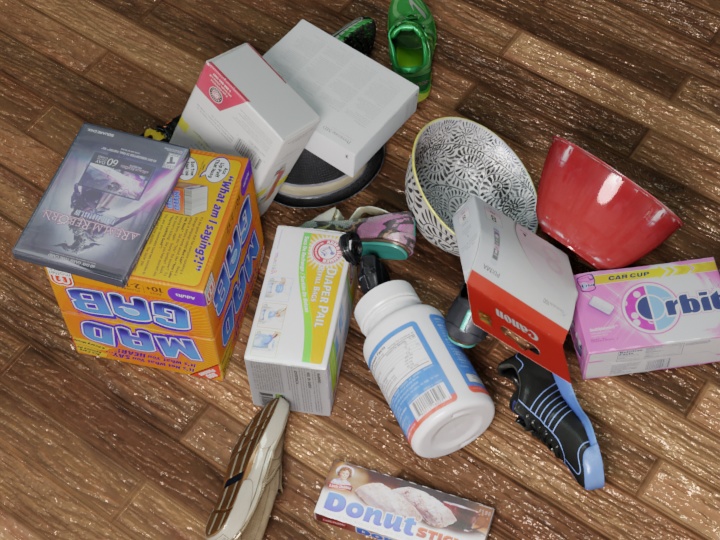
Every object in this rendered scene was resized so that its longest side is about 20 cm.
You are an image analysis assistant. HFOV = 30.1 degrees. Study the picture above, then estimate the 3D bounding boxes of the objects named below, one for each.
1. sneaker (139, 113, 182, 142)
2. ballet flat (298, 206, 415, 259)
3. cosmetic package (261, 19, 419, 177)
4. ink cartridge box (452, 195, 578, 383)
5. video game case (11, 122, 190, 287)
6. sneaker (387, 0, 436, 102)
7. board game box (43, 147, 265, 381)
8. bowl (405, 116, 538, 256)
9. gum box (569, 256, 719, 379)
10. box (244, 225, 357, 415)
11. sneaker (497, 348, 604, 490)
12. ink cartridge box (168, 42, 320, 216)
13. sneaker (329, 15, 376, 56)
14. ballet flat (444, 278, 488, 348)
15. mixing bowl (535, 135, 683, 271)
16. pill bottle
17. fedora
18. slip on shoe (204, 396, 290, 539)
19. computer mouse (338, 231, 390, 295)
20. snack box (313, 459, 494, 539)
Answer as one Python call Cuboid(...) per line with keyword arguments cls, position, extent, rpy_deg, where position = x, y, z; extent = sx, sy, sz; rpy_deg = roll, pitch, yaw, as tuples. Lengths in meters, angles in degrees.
Cuboid(cls="sneaker", position=(-0.261, -0.170, 1.829), extent=(0.069, 0.090, 0.201), rpy_deg=(29, 62, 21))
Cuboid(cls="ballet flat", position=(-0.016, -0.048, 1.725), extent=(0.198, 0.069, 0.072), rpy_deg=(-3, 59, 29))
Cuboid(cls="cosmetic package", position=(-0.045, -0.230, 1.773), extent=(0.199, 0.052, 0.151), rpy_deg=(33, 56, 17))
Cuboid(cls="ink cartridge box", position=(0.191, 0.018, 1.581), extent=(0.162, 0.057, 0.201), rpy_deg=(31, 26, -25))
Cuboid(cls="video game case", position=(-0.301, -0.080, 1.571), extent=(0.141, 0.019, 0.202), rpy_deg=(14, 57, 12))
Cuboid(cls="sneaker", position=(0.076, -0.335, 1.931), extent=(0.073, 0.084, 0.202), rpy_deg=(-3, 55, 1))
Cuboid(cls="board game box", position=(-0.245, -0.015, 1.656), extent=(0.197, 0.201, 0.202), rpy_deg=(10, 56, 9))
Cuboid(cls="bowl", position=(0.127, -0.089, 1.736), extent=(0.199, 0.094, 0.203), rpy_deg=(18, 54, -26))
Cuboid(cls="gum box", position=(0.351, 0.060, 1.659), extent=(0.197, 0.066, 0.115), rpy_deg=(-7, 56, -2))
Cuboid(cls="box", position=(-0.069, 0.059, 1.652), extent=(0.100, 0.113, 0.202), rpy_deg=(7, 55, 7))
Cuboid(cls="sneaker", position=(0.225, 0.179, 1.587), extent=(0.077, 0.071, 0.201), rpy_deg=(-16, 50, -4))
Cuboid(cls="ink cartridge box", position=(-0.159, -0.167, 1.732), extent=(0.145, 0.200, 0.083), rpy_deg=(45, 46, 9))
Cuboid(cls="sneaker", position=(-0.063, -0.316, 1.928), extent=(0.199, 0.078, 0.085), rpy_deg=(-31, 59, -17))
Cuboid(cls="ballet flat", position=(0.152, 0.026, 1.636), extent=(0.072, 0.074, 0.200), rpy_deg=(15, 24, 12))
Cuboid(cls="mixing bowl", position=(0.296, -0.070, 1.697), extent=(0.199, 0.200, 0.109), rpy_deg=(37, 95, 24))
Cuboid(cls="pill bottle", position=(0.070, 0.113, 1.609), extent=(0.111, 0.113, 0.201), rpy_deg=(-21, 57, -12))
Cuboid(cls="fedora", position=(-0.065, -0.179, 1.824), extent=(0.197, 0.092, 0.203), rpy_deg=(-1, 56, 2))
Cuboid(cls="slip on shoe", position=(-0.118, 0.242, 1.564), extent=(0.060, 0.076, 0.201), rpy_deg=(37, 46, -20))
Cuboid(cls="computer mouse", position=(0.000, 0.000, 1.643), extent=(0.034, 0.200, 0.059), rpy_deg=(-11, 68, 13))
Cuboid(cls="snack box", position=(0.050, 0.281, 1.547), extent=(0.197, 0.024, 0.073), rpy_deg=(15, 59, 12))
